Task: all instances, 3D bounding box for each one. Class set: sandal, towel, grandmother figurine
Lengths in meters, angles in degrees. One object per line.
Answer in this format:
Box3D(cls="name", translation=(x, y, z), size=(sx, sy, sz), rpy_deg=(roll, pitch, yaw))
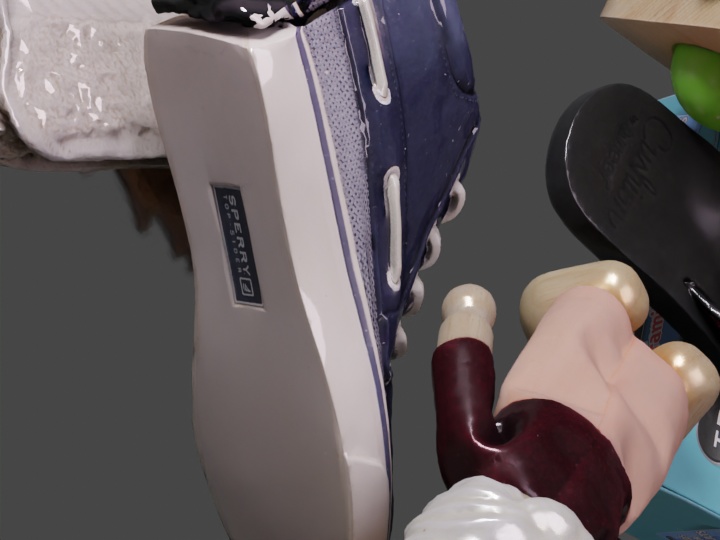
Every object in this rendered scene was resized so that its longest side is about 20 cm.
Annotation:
Box3D(cls="sandal", translation=(0.142, 0.009, 0.984), size=(0.200, 0.045, 0.075), rpy_deg=(38, 58, -28))
Box3D(cls="towel", translation=(-0.049, -0.097, 0.916), size=(0.200, 0.034, 0.133), rpy_deg=(-4, 84, -41))
Box3D(cls="grandmother figurine", translation=(0.057, 0.062, 0.869), size=(0.121, 0.061, 0.200), rpy_deg=(42, 25, 3))

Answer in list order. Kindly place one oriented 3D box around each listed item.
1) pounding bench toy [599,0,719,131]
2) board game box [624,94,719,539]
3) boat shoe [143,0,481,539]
Box3D(cls="pounding bench toy", translation=(0.152, -0.118, 0.949), size=(0.200, 0.124, 0.156), rpy_deg=(31, 81, -31))
Box3D(cls="board game box", translation=(0.168, 0.045, 1.061), size=(0.200, 0.047, 0.151), rpy_deg=(28, 63, -33))
Box3D(cls="boat shoe", translation=(0.000, 0.000, 0.884), size=(0.093, 0.075, 0.200), rpy_deg=(-24, 117, -38))
